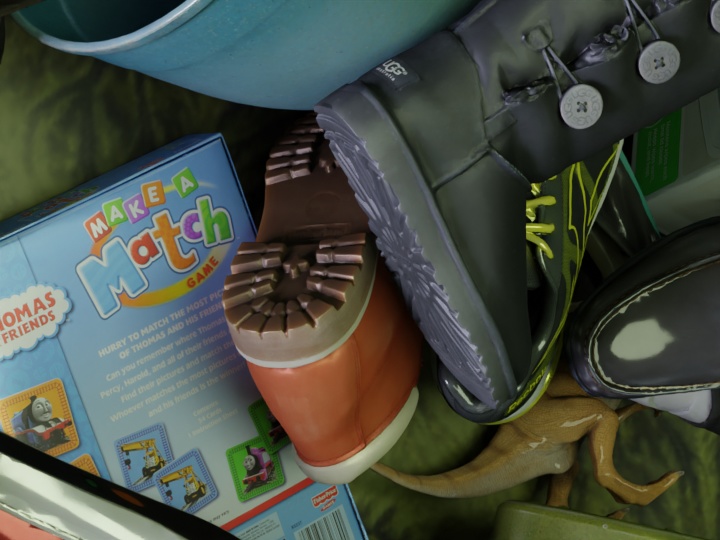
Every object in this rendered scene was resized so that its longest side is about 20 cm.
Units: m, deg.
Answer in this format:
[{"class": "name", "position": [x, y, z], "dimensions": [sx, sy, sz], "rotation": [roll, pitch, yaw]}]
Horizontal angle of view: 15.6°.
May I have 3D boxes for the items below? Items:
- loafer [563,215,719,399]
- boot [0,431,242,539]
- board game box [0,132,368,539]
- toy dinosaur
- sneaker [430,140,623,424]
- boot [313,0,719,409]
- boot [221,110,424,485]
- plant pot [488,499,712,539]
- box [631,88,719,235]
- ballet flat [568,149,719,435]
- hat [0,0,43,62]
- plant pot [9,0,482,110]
[{"class": "loafer", "position": [0.186, 0.009, 1.141], "dimensions": [0.199, 0.072, 0.073], "rotation": [-21, 102, -9]}, {"class": "boot", "position": [-0.111, 0.162, 1.063], "dimensions": [0.199, 0.072, 0.145], "rotation": [26, 92, -18]}, {"class": "board game box", "position": [-0.093, 0.062, 1.123], "dimensions": [0.151, 0.037, 0.201], "rotation": [-27, 106, -28]}, {"class": "toy dinosaur", "position": [0.087, 0.080, 1.236], "dimensions": [0.200, 0.060, 0.106], "rotation": [-39, 89, -32]}, {"class": "sneaker", "position": [0.074, -0.025, 1.141], "dimensions": [0.074, 0.085, 0.201], "rotation": [8, 98, 3]}, {"class": "boot", "position": [0.098, -0.057, 1.064], "dimensions": [0.200, 0.066, 0.165], "rotation": [-35, 127, -13]}, {"class": "boot", "position": [0.000, 0.000, 1.145], "dimensions": [0.200, 0.075, 0.108], "rotation": [-65, 145, -45]}, {"class": "plant pot", "position": [0.104, 0.206, 1.155], "dimensions": [0.199, 0.200, 0.194], "rotation": [15, 83, -31]}, {"class": "box", "position": [0.260, -0.058, 1.249], "dimensions": [0.199, 0.176, 0.097], "rotation": [27, 55, -30]}, {"class": "ballet flat", "position": [0.125, 0.015, 1.211], "dimensions": [0.068, 0.068, 0.200], "rotation": [-33, 81, -21]}, {"class": "hat", "position": [-0.189, -0.097, 0.994], "dimensions": [0.200, 0.200, 0.081], "rotation": [-18, 128, -30]}, {"class": "plant pot", "position": [-0.020, -0.154, 1.081], "dimensions": [0.187, 0.199, 0.201], "rotation": [22, 80, -43]}]
